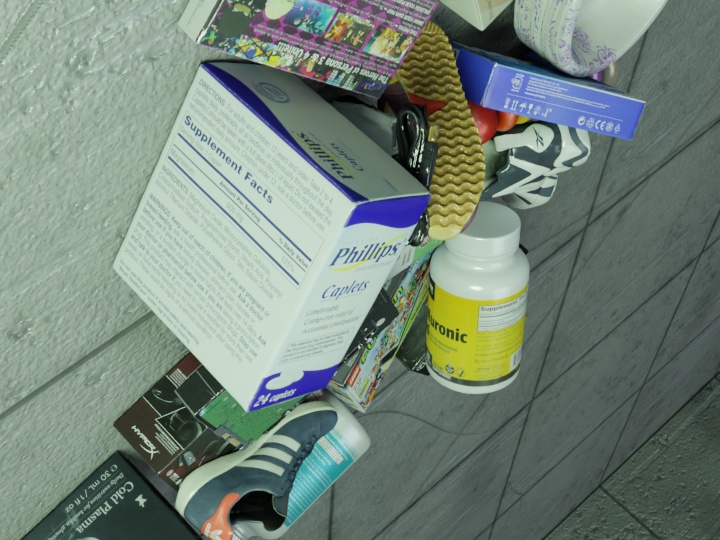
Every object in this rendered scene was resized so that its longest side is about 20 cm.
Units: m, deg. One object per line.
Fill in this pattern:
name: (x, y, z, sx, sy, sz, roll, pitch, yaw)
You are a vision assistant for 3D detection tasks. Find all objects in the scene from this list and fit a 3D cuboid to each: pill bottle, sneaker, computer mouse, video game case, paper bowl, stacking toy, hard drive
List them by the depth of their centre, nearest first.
video game case: (-0.013, -0.227, 0.923, 0.200, 0.036, 0.181, 7, 121, -48)
computer mouse: (0.003, -0.097, 1.037, 0.044, 0.200, 0.110, -2, 108, -25)
sneaker: (0.057, -0.111, 1.080, 0.075, 0.200, 0.090, -3, 160, -10)
hard drive: (-0.062, 0.072, 1.132, 0.200, 0.038, 0.140, -43, 155, -4)
paper bowl: (0.219, -0.292, 1.181, 0.201, 0.104, 0.201, -37, 154, -22)
sneaker: (-0.084, 0.206, 1.246, 0.200, 0.085, 0.075, -32, 152, -33)
stacking toy: (0.170, -0.185, 1.302, 0.200, 0.085, 0.085, -31, 151, -22)
sneaker: (0.158, -0.115, 1.391, 0.129, 0.080, 0.199, -7, 173, -16)
pill bottle: (0.130, 0.028, 1.396, 0.111, 0.111, 0.200, -29, 133, -38)
pill bottle: (-0.092, 0.225, 1.416, 0.200, 0.111, 0.111, -44, 156, -11)

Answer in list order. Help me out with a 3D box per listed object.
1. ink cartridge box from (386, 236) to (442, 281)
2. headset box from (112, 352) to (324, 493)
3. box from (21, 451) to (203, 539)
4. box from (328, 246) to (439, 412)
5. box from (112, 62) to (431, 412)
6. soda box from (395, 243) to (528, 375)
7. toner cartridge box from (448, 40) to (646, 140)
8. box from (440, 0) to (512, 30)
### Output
ink cartridge box: (-0.011, -0.045, 1.182, 0.200, 0.088, 0.145, -32, 152, -27)
headset box: (-0.129, 0.131, 1.256, 0.200, 0.077, 0.149, -42, 155, -11)
box: (-0.233, 0.324, 1.218, 0.200, 0.197, 0.124, -44, 156, -13)
box: (0.025, 0.049, 1.380, 0.200, 0.035, 0.110, -61, 159, -12)
box: (-0.073, -0.029, 0.978, 0.105, 0.184, 0.200, -10, 136, -51)
soda box: (0.110, 0.029, 1.516, 0.200, 0.071, 0.063, -51, 156, 6)
toner cartridge box: (0.169, -0.172, 1.199, 0.200, 0.095, 0.043, 6, 110, -37)
box: (0.136, -0.309, 1.046, 0.200, 0.078, 0.095, -46, 156, -6)
